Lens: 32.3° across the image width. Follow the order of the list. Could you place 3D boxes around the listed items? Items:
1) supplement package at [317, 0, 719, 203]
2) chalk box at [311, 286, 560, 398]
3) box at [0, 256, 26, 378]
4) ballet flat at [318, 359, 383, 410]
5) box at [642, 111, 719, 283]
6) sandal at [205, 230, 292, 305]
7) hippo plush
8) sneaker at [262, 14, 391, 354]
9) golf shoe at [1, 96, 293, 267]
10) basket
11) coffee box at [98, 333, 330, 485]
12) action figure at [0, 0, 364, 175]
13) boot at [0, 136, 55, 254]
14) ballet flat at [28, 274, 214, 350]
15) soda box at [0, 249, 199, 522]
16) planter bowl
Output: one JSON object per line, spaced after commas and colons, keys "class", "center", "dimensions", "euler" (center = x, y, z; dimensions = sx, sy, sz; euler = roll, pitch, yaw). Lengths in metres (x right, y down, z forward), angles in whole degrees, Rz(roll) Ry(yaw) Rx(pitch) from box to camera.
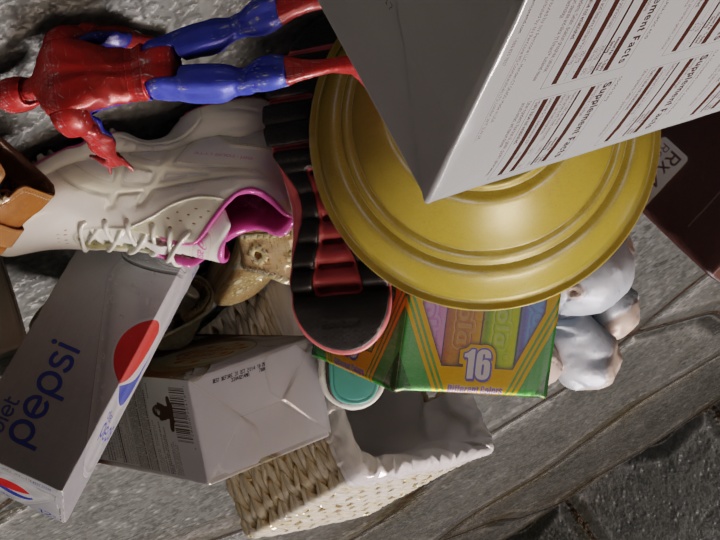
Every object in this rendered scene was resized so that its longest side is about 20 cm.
{"class": "supplement package", "center": [0.090, -0.169, 0.562], "dimensions": [0.198, 0.193, 0.147], "euler": [-18, 157, -23]}
{"class": "chalk box", "center": [0.057, -0.027, 0.832], "dimensions": [0.123, 0.203, 0.124], "euler": [5, -176, -28]}
{"class": "box", "center": [-0.273, 0.070, 0.846], "dimensions": [0.094, 0.078, 0.200], "euler": [-16, 157, -20]}
{"class": "ballet flat", "center": [0.000, 0.000, 0.919], "dimensions": [0.069, 0.203, 0.069], "euler": [7, -177, 0]}
{"class": "box", "center": [0.234, -0.111, 0.823], "dimensions": [0.166, 0.200, 0.164], "euler": [-48, 155, 13]}
{"class": "sandal", "center": [-0.058, -0.015, 0.924], "dimensions": [0.077, 0.070, 0.212], "euler": [-14, 156, -30]}
{"class": "hippo plush", "center": [0.157, -0.018, 0.974], "dimensions": [0.158, 0.201, 0.161], "euler": [-21, 155, -27]}
{"class": "sneaker", "center": [-0.015, -0.052, 0.756], "dimensions": [0.073, 0.203, 0.087], "euler": [-2, 179, 7]}
{"class": "golf shoe", "center": [-0.128, -0.039, 0.754], "dimensions": [0.198, 0.092, 0.075], "euler": [-20, 160, -14]}
{"class": "basket", "center": [-0.025, 0.112, 1.090], "dimensions": [0.160, 0.200, 0.199], "euler": [-37, 158, 31]}
{"class": "coffee box", "center": [-0.130, 0.101, 0.960], "dimensions": [0.114, 0.081, 0.199], "euler": [-16, -172, -37]}
{"class": "action figure", "center": [-0.090, -0.101, 0.660], "dimensions": [0.198, 0.066, 0.099], "euler": [-7, 172, 5]}
{"class": "boot", "center": [-0.264, -0.029, 0.641], "dimensions": [0.155, 0.077, 0.200], "euler": [-39, 145, 8]}
{"class": "ballet flat", "center": [-0.166, 0.028, 0.895], "dimensions": [0.062, 0.068, 0.200], "euler": [-44, 172, 16]}
{"class": "soda box", "center": [-0.168, 0.048, 0.779], "dimensions": [0.064, 0.068, 0.201], "euler": [111, 3, -60]}
{"class": "planter bowl", "center": [0.065, -0.083, 0.661], "dimensions": [0.199, 0.202, 0.083], "euler": [-27, 172, 2]}
